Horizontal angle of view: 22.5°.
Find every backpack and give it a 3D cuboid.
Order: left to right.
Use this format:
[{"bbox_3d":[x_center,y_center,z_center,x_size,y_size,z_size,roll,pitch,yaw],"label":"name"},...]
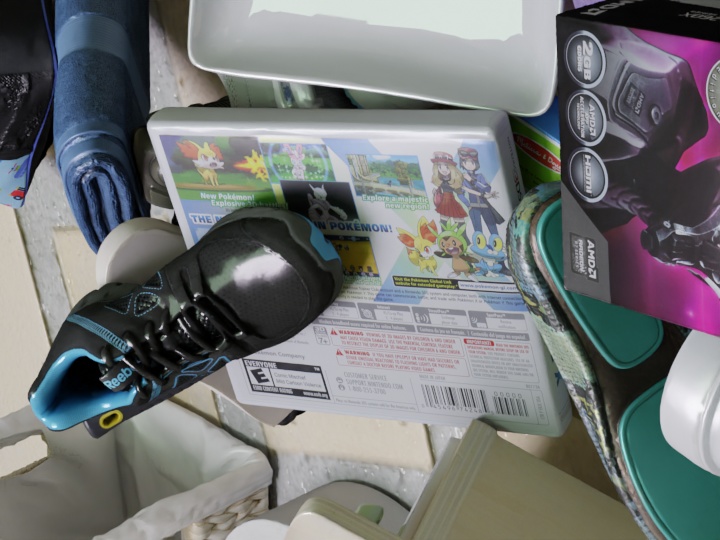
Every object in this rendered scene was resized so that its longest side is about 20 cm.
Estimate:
[{"bbox_3d":[-0.277,-0.141,1.240,0.200,0.134,0.183,116,142,-54],"label":"backpack"}]

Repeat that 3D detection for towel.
[{"bbox_3d":[-0.156,-0.117,1.083,0.112,0.048,0.201,83,-177,-58],"label":"towel"}]

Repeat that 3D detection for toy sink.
[{"bbox_3d":[0.060,0.167,0.932,0.199,0.112,0.131,27,134,5],"label":"toy sink"}]

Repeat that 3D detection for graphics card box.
[{"bbox_3d":[0.164,-0.033,0.704,0.200,0.051,0.126,21,123,47],"label":"graphics card box"}]

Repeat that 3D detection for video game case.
[{"bbox_3d":[0.000,0.000,0.928,0.199,0.022,0.183,4,126,29],"label":"video game case"}]

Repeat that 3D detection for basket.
[{"bbox_3d":[-0.188,0.196,1.250,0.200,0.198,0.162,24,126,44],"label":"basket"}]

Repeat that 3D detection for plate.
[{"bbox_3d":[0.014,-0.185,0.867,0.199,0.032,0.201,11,102,24],"label":"plate"}]

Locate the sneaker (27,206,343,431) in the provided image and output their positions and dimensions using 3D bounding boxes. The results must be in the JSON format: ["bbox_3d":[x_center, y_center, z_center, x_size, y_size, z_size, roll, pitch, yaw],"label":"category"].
[{"bbox_3d":[-0.091,0.033,0.933,0.200,0.082,0.073,-27,109,38],"label":"sneaker"}]

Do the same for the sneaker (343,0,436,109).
[{"bbox_3d":[0.004,-0.180,0.937,0.081,0.076,0.201,-32,82,37],"label":"sneaker"}]

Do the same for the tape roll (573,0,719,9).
[{"bbox_3d":[0.175,-0.138,0.735,0.200,0.065,0.201,26,125,44],"label":"tape roll"}]

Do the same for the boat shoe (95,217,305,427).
[{"bbox_3d":[-0.105,0.018,1.087,0.093,0.075,0.200,43,176,45],"label":"boat shoe"}]

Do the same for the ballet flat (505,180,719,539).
[{"bbox_3d":[0.126,0.047,0.848,0.074,0.074,0.201,-10,107,53],"label":"ballet flat"}]

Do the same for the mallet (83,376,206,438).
[{"bbox_3d":[-0.071,0.032,1.025,0.041,0.199,0.066,-121,10,-60],"label":"mallet"}]

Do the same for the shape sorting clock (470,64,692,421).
[{"bbox_3d":[0.122,-0.008,0.885,0.200,0.039,0.201,29,135,33],"label":"shape sorting clock"}]

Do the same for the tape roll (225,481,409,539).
[{"bbox_3d":[-0.006,0.238,1.142,0.202,0.071,0.203,26,126,44],"label":"tape roll"}]

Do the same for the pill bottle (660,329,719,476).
[{"bbox_3d":[0.224,0.085,0.738,0.200,0.112,0.113,34,131,39],"label":"pill bottle"}]

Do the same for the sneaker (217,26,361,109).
[{"bbox_3d":[-0.062,-0.144,0.977,0.082,0.075,0.201,-29,57,28],"label":"sneaker"}]

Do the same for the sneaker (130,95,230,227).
[{"bbox_3d":[-0.053,-0.062,1.025,0.199,0.114,0.077,8,115,48],"label":"sneaker"}]
